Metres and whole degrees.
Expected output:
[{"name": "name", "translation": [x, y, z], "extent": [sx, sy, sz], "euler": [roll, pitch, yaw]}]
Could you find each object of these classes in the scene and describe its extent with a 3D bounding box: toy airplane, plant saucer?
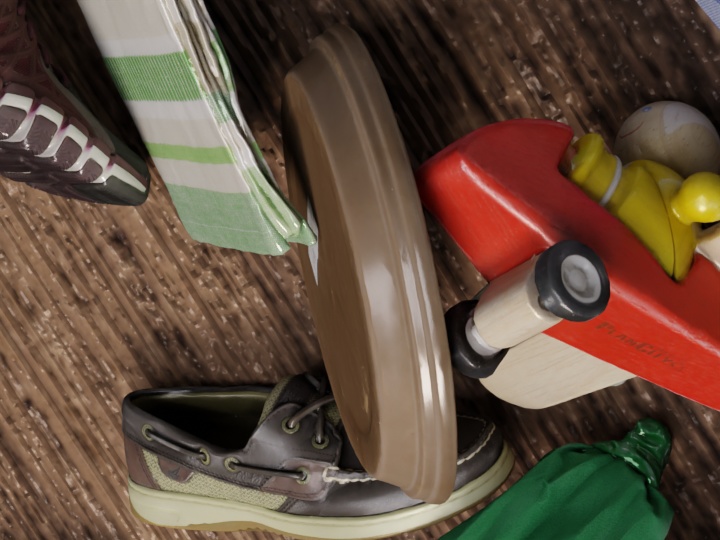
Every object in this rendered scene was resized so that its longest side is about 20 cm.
[{"name": "toy airplane", "translation": [0.132, -0.002, 0.929], "extent": [0.199, 0.142, 0.199], "euler": [0, 148, 13]}, {"name": "plant saucer", "translation": [0.000, 0.000, 0.949], "extent": [0.029, 0.200, 0.201], "euler": [-12, 110, -8]}]

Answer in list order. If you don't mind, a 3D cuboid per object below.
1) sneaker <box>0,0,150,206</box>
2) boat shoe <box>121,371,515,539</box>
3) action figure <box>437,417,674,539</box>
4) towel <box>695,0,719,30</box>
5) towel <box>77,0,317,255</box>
[{"name": "sneaker", "translation": [-0.150, -0.110, 1.014], "extent": [0.075, 0.200, 0.116], "euler": [7, 73, 42]}, {"name": "boat shoe", "translation": [-0.028, 0.081, 1.060], "extent": [0.199, 0.073, 0.065], "euler": [-6, 115, 27]}, {"name": "action figure", "translation": [0.069, 0.141, 0.994], "extent": [0.118, 0.200, 0.055], "euler": [35, 166, 29]}, {"name": "towel", "translation": [0.087, -0.166, 0.831], "extent": [0.024, 0.147, 0.200], "euler": [-38, 67, 1]}, {"name": "towel", "translation": [-0.087, -0.101, 0.987], "extent": [0.201, 0.023, 0.152], "euler": [65, 163, -13]}]
